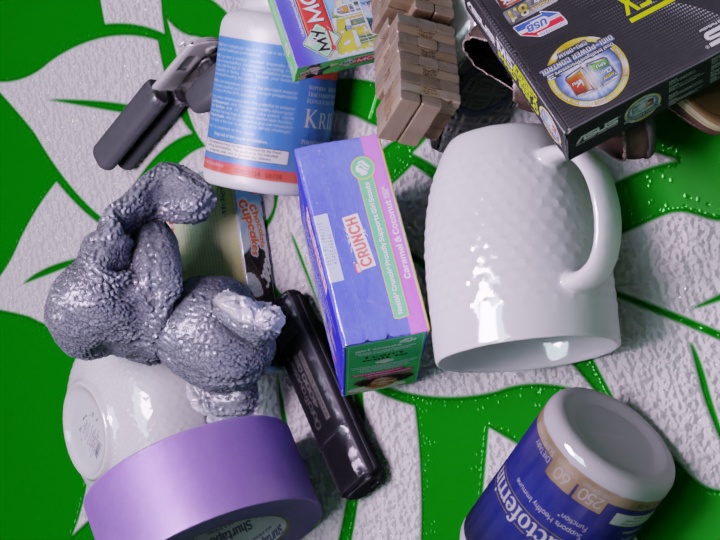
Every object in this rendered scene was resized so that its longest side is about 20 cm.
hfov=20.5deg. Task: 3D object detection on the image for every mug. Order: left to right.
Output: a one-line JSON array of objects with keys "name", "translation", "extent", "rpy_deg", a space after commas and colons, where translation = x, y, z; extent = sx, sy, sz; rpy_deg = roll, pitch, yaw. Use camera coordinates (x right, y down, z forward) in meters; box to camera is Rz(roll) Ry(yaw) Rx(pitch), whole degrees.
[{"name": "mug", "translation": [0.134, -0.026, 1.540], "extent": [0.200, 0.147, 0.176], "rpy_deg": [-26, 67, 57]}]

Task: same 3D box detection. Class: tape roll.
[{"name": "tape roll", "translation": [-0.140, 0.213, 1.776], "extent": [0.200, 0.199, 0.085], "rpy_deg": [-40, 64, 36]}]

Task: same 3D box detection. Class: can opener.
[{"name": "can opener", "translation": [-0.190, -0.157, 1.930], "extent": [0.200, 0.052, 0.067], "rpy_deg": [-40, 64, 37]}]

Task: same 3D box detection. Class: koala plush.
[{"name": "koala plush", "translation": [-0.161, 0.042, 1.785], "extent": [0.200, 0.184, 0.178], "rpy_deg": [34, 133, 10]}]

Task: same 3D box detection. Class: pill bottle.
[{"name": "pill bottle", "translation": [-0.076, -0.172, 1.778], "extent": [0.112, 0.112, 0.201], "rpy_deg": [15, 101, 43]}, {"name": "pill bottle", "translation": [0.148, 0.199, 1.555], "extent": [0.116, 0.115, 0.200], "rpy_deg": [50, 123, 32]}]

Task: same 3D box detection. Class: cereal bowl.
[{"name": "cereal bowl", "translation": [-0.230, 0.147, 1.918], "extent": [0.200, 0.083, 0.201], "rpy_deg": [14, 107, 54]}]

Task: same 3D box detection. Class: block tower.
[{"name": "block tower", "translation": [0.043, -0.195, 1.620], "extent": [0.058, 0.054, 0.201], "rpy_deg": [125, 151, -50]}]

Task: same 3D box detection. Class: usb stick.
[{"name": "usb stick", "translation": [-0.033, 0.112, 1.790], "extent": [0.055, 0.032, 0.201], "rpy_deg": [-47, 59, 41]}]

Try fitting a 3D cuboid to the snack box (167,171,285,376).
[{"name": "snack box", "translation": [-0.135, 0.007, 1.886], "extent": [0.116, 0.037, 0.201], "rpy_deg": [-16, 79, 43]}]

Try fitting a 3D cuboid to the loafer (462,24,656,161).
[{"name": "loafer", "translation": [0.151, -0.138, 1.537], "extent": [0.200, 0.071, 0.073], "rpy_deg": [42, 153, 40]}]

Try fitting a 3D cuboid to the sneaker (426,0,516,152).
[{"name": "sneaker", "translation": [0.095, -0.195, 1.654], "extent": [0.087, 0.074, 0.201], "rpy_deg": [39, 114, 56]}]

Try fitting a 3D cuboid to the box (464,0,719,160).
[{"name": "box", "translation": [0.198, -0.194, 1.474], "extent": [0.199, 0.044, 0.161], "rpy_deg": [-27, 62, -5]}]

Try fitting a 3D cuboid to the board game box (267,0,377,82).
[{"name": "board game box", "translation": [-0.022, -0.270, 1.719], "extent": [0.029, 0.134, 0.201], "rpy_deg": [111, 142, -68]}]

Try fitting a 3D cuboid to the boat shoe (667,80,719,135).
[{"name": "boat shoe", "translation": [0.221, -0.169, 1.532], "extent": [0.200, 0.072, 0.072], "rpy_deg": [47, 151, 22]}]

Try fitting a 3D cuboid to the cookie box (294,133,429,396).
[{"name": "cookie box", "translation": [0.000, 0.000, 1.651], "extent": [0.200, 0.075, 0.172], "rpy_deg": [90, 166, -76]}]
